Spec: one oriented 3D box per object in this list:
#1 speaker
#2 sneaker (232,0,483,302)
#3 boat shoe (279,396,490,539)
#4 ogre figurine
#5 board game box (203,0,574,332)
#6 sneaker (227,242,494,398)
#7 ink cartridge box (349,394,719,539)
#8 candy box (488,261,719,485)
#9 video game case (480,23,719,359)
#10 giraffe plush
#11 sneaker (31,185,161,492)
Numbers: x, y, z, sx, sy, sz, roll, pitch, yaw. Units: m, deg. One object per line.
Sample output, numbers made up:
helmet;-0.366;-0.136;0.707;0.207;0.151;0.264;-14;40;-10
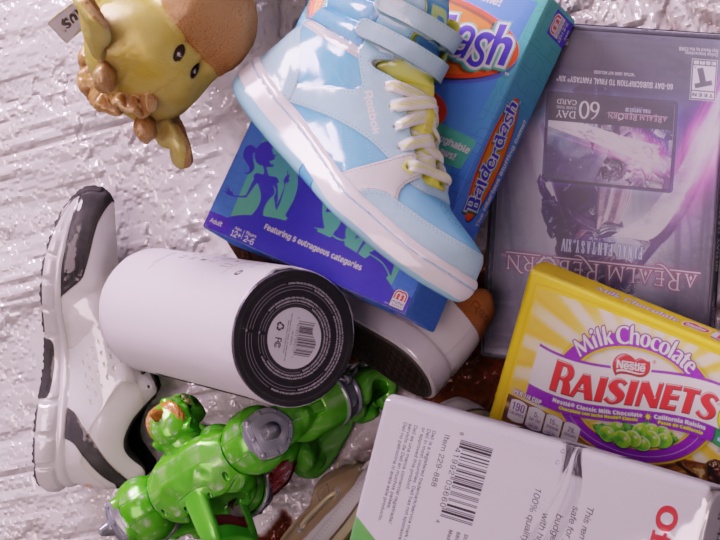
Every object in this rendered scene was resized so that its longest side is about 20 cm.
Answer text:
speaker;-0.084;0.031;1.454;0.200;0.081;0.082;8;101;61
sneaker;0.027;-0.086;1.346;0.131;0.079;0.200;-47;63;8
boat shoe;0.002;0.146;1.477;0.200;0.075;0.068;-47;42;9
ogre figurine;-0.078;0.119;1.492;0.199;0.120;0.099;-11;90;26
board game box;0.016;-0.085;1.422;0.151;0.045;0.201;22;85;29
sneaker;0.000;0.000;1.483;0.200;0.073;0.085;34;67;31
ink cartridge box;0.097;0.164;1.326;0.199;0.084;0.147;15;89;28
candy box;0.173;0.077;1.364;0.199;0.026;0.103;22;108;21
video game case;0.143;-0.041;1.422;0.142;0.019;0.202;7;98;26
giraffe plush;-0.117;-0.160;1.424;0.172;0.163;0.200;27;121;-24
sneaker;-0.163;0.045;1.563;0.079;0.074;0.202;5;103;11
